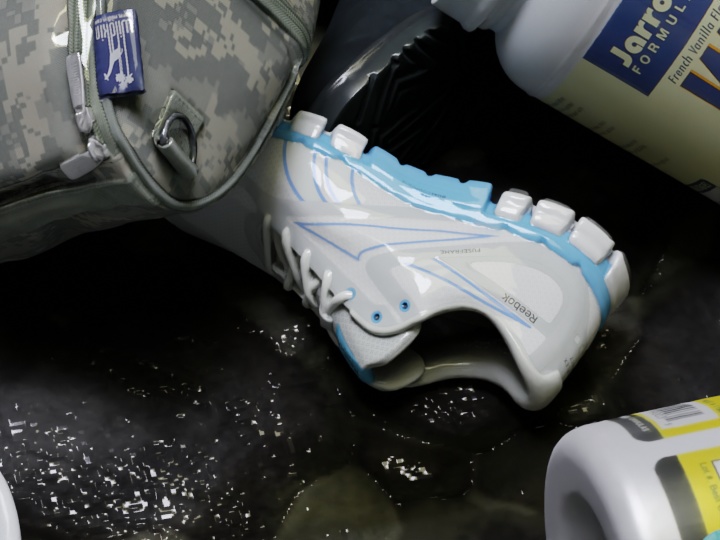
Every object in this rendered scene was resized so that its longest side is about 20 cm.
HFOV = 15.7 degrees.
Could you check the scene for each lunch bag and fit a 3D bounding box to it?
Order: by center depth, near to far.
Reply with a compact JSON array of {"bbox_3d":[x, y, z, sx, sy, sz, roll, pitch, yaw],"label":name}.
[{"bbox_3d":[-0.121,-0.080,1.012,0.199,0.139,0.169,-16,48,38],"label":"lunch bag"}]

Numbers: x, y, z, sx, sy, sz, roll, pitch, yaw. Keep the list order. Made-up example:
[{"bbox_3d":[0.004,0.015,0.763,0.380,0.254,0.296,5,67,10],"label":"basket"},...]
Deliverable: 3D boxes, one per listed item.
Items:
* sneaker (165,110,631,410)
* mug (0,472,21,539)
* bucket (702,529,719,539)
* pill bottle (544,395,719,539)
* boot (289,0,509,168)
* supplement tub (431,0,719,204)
[{"bbox_3d":[0.000,0.000,1.025,0.199,0.075,0.087,16,55,17],"label":"sneaker"},{"bbox_3d":[-0.209,0.074,0.903,0.199,0.148,0.176,28,43,-19],"label":"mug"},{"bbox_3d":[0.168,0.165,0.775,0.206,0.208,0.135,-3,38,-6],"label":"bucket"},{"bbox_3d":[0.173,0.091,0.906,0.199,0.113,0.113,-10,46,-12],"label":"pill bottle"},{"bbox_3d":[-0.013,-0.127,1.146,0.168,0.077,0.200,30,48,24],"label":"boot"},{"bbox_3d":[0.143,-0.110,1.047,0.199,0.145,0.145,29,46,-6],"label":"supplement tub"}]
